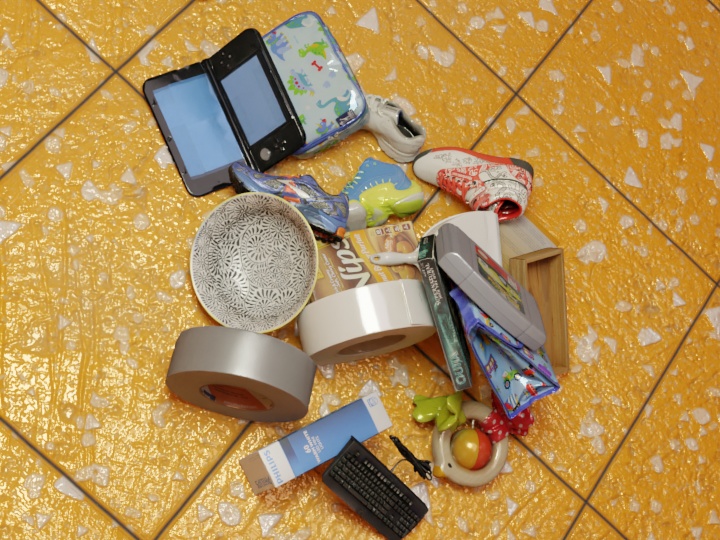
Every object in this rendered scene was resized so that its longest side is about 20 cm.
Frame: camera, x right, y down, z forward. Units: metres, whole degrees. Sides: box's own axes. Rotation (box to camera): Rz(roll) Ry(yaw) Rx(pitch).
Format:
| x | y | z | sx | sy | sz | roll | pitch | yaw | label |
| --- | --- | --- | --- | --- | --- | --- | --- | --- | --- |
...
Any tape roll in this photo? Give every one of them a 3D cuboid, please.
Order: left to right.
| x | y | z | sx | sy | sz | roll | pitch | yaw | label |
| --- | --- | --- | --- | --- | --- | --- | --- | --- | --- |
| -0.163 | 0.145 | 1.552 | 0.199 | 0.200 | 0.067 | 19 | 65 | -15 | tape roll |
| 0.009 | 0.077 | 1.644 | 0.201 | 0.202 | 0.071 | -7 | 75 | -24 | tape roll |

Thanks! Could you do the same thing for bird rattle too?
| x | y | z | sx | sy | sz | roll | pitch | yaw | label |
| --- | --- | --- | --- | --- | --- | --- | --- | --- | --- |
| 0.172 | 0.249 | 1.734 | 0.199 | 0.112 | 0.165 | 14 | 79 | -31 | bird rattle |

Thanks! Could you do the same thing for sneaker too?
| x | y | z | sx | sy | sz | roll | pitch | yaw | label |
| --- | --- | --- | --- | --- | --- | --- | --- | --- | --- |
| -0.105 | -0.113 | 1.691 | 0.199 | 0.075 | 0.079 | 26 | 71 | -7 | sneaker |
| -0.002 | -0.117 | 1.789 | 0.199 | 0.076 | 0.106 | -13 | 60 | -25 | sneaker |
| 0.024 | -0.256 | 1.826 | 0.199 | 0.087 | 0.075 | 29 | 66 | -10 | sneaker |
| 0.173 | -0.135 | 1.807 | 0.200 | 0.068 | 0.108 | 7 | 48 | 10 | sneaker |

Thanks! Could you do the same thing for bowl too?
| x | y | z | sx | sy | sz | roll | pitch | yaw | label |
| --- | --- | --- | --- | --- | --- | --- | --- | --- | --- |
| -0.141 | -0.010 | 1.654 | 0.199 | 0.094 | 0.203 | -1 | 88 | 16 | bowl |

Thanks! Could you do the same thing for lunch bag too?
| x | y | z | sx | sy | sz | roll | pitch | yaw | label |
| --- | --- | --- | --- | --- | --- | --- | --- | --- | --- |
| -0.089 | -0.285 | 1.765 | 0.160 | 0.082 | 0.201 | -27 | 83 | 7 | lunch bag |
| 0.187 | 0.090 | 1.650 | 0.200 | 0.094 | 0.151 | 47 | 18 | -30 | lunch bag |

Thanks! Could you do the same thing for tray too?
| x | y | z | sx | sy | sz | roll | pitch | yaw | label |
| --- | --- | --- | --- | --- | --- | --- | --- | --- | --- |
| 0.284 | 0.072 | 1.794 | 0.098 | 0.037 | 0.202 | -14 | 104 | -40 | tray |

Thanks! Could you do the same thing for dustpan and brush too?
| x | y | z | sx | sy | sz | roll | pitch | yaw | label |
| --- | --- | --- | --- | --- | --- | --- | --- | --- | --- |
| 0.115 | -0.022 | 1.735 | 0.198 | 0.057 | 0.141 | 1 | 77 | -20 | dustpan and brush |

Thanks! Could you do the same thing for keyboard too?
| x | y | z | sx | sy | sz | roll | pitch | yaw | label |
| --- | --- | --- | --- | --- | --- | --- | --- | --- | --- |
| 0.039 | 0.300 | 1.618 | 0.127 | 0.021 | 0.200 | -51 | 127 | -11 | keyboard |

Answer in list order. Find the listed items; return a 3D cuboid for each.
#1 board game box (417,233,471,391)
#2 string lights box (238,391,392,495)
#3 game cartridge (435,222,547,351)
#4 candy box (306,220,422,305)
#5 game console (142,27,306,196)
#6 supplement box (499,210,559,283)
| x | y | z | sx | sy | sz | roll | pitch | yaw | label |
| --- | --- | --- | --- | --- | --- | --- | --- | --- | --- |
| 0.123 | 0.059 | 1.646 | 0.028 | 0.135 | 0.202 | -15 | 103 | 9 | board game box |
| -0.063 | 0.247 | 1.613 | 0.199 | 0.103 | 0.059 | -24 | 84 | -27 | string lights box |
| 0.188 | 0.024 | 1.620 | 0.200 | 0.041 | 0.133 | 41 | 23 | -16 | game cartridge |
| 0.000 | 0.000 | 1.748 | 0.199 | 0.055 | 0.116 | -11 | 76 | -26 | candy box |
| -0.206 | -0.239 | 1.709 | 0.118 | 0.170 | 0.201 | -20 | 84 | -53 | game console |
| 0.213 | -0.009 | 1.827 | 0.126 | 0.074 | 0.200 | 43 | 63 | -2 | supplement box |
